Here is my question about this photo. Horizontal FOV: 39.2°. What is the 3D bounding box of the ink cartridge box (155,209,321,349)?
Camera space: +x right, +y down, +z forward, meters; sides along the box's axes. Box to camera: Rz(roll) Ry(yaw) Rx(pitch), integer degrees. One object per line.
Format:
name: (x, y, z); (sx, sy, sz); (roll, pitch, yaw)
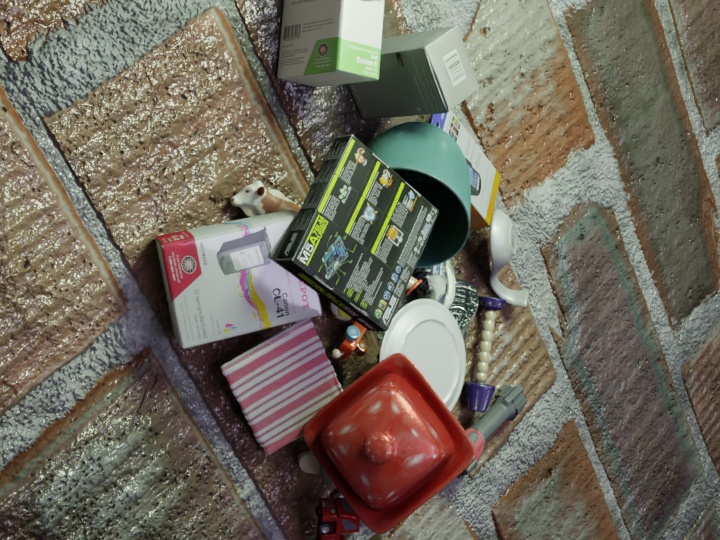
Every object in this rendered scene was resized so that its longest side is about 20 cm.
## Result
ink cartridge box: (-0.166, 0.009, 1.375); (0.198, 0.086, 0.149); (-13, 102, -14)

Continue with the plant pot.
plant pot: (0.079, -0.132, 1.554); (0.201, 0.199, 0.162); (50, 37, -32)

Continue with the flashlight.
flashlight: (0.221, 0.284, 1.798); (0.200, 0.067, 0.068); (-37, 112, -38)

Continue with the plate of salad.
plate of salad: (0.092, 0.145, 1.572); (0.199, 0.048, 0.202); (0, 90, -44)

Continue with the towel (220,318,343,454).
towel: (-0.107, 0.167, 1.455); (0.146, 0.030, 0.201); (-29, 131, -11)

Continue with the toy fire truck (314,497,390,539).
toy fire truck: (-0.003, 0.439, 1.568); (0.140, 0.049, 0.202); (-1, 115, -11)

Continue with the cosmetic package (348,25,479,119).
cosmetic package: (0.071, -0.296, 1.527); (0.090, 0.199, 0.107); (-40, 115, -33)

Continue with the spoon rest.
spoon rest: (0.249, -0.017, 1.776); (0.100, 0.060, 0.201); (-70, 149, -44)

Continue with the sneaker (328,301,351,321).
sneaker: (0.000, 0.000, 1.522); (0.076, 0.076, 0.201); (-71, 174, -52)

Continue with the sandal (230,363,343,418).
sandal: (-0.101, 0.187, 1.517); (0.199, 0.043, 0.077); (-11, 101, -40)

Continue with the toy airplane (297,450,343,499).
toy airplane: (0.027, 0.301, 1.573); (0.200, 0.141, 0.200); (-38, 108, -13)

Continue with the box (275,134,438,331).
box: (0.001, -0.049, 1.385); (0.193, 0.047, 0.201); (36, 68, -31)

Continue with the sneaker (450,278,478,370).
sneaker: (0.145, 0.106, 1.718); (0.077, 0.087, 0.201); (17, 58, 0)

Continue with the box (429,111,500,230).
box: (0.163, -0.177, 1.700); (0.200, 0.041, 0.120); (45, 46, -32)

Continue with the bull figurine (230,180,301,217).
bull figurine: (-0.106, -0.052, 1.480); (0.199, 0.065, 0.123); (17, 86, -38)

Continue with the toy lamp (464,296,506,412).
toy lamp: (0.218, 0.148, 1.785); (0.058, 0.058, 0.202); (10, 85, -41)

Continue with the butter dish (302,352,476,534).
butter dish: (0.033, 0.244, 1.419); (0.200, 0.148, 0.200); (-38, 80, 3)

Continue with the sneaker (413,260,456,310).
sneaker: (0.108, -0.012, 1.673); (0.085, 0.077, 0.202); (17, 73, -36)

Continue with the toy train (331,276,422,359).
toy train: (0.031, 0.060, 1.540); (0.055, 0.200, 0.151); (34, 48, -1)

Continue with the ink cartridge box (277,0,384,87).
ink cartridge box: (-0.041, -0.375, 1.456); (0.084, 0.145, 0.202); (4, 91, -41)
